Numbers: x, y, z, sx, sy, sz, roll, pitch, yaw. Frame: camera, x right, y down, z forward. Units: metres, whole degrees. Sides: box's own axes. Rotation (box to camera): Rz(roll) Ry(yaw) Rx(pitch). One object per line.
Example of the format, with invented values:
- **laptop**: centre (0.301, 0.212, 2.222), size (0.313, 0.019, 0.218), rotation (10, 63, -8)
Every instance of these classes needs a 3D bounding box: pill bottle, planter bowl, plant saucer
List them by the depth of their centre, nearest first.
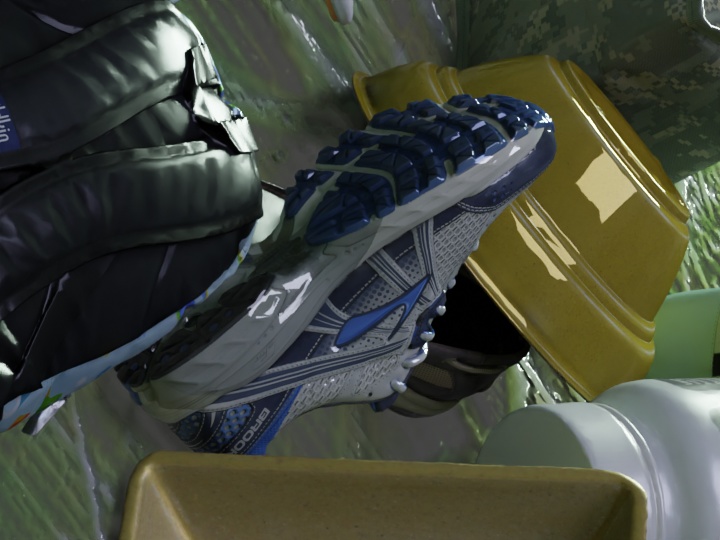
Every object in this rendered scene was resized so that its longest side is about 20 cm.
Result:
- **plant saucer**: centre (0.004, 0.164, 1.100), size (0.049, 0.199, 0.200), rotation (84, 10, -51)
- **pill bottle**: centre (0.154, 0.102, 1.283), size (0.200, 0.113, 0.113), rotation (0, 69, -33)
- **planter bowl**: centre (0.090, -0.035, 1.344), size (0.200, 0.083, 0.200), rotation (50, 10, -12)

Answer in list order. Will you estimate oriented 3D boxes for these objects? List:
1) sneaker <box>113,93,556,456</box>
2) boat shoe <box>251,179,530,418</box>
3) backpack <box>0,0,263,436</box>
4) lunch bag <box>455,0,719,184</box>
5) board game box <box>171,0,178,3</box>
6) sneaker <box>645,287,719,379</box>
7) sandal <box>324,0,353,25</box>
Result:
- **sneaker**: centre (0.000, 0.006, 1.190), size (0.085, 0.200, 0.077), rotation (58, -7, -31)
- **boat shoe**: centre (0.000, 0.000, 1.268), size (0.200, 0.073, 0.075), rotation (27, 50, -47)
- **backpack**: centre (-0.125, -0.029, 1.054), size (0.200, 0.154, 0.163), rotation (-28, 93, -37)
- **lunch bag**: centre (0.135, -0.144, 1.477), size (0.118, 0.164, 0.200), rotation (32, 46, -35)
- **board game box**: centre (-0.043, -0.213, 1.224), size (0.151, 0.200, 0.047), rotation (62, 1, -8)
- **sneaker**: centre (0.205, 0.100, 1.413), size (0.074, 0.118, 0.201), rotation (-33, 104, -47)
- **sandal**: centre (-0.066, -0.193, 1.304), size (0.207, 0.059, 0.079), rotation (62, 4, -22)
